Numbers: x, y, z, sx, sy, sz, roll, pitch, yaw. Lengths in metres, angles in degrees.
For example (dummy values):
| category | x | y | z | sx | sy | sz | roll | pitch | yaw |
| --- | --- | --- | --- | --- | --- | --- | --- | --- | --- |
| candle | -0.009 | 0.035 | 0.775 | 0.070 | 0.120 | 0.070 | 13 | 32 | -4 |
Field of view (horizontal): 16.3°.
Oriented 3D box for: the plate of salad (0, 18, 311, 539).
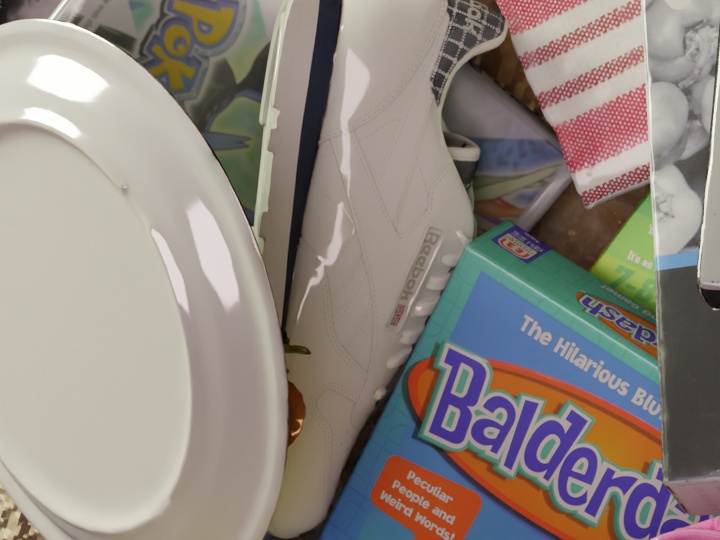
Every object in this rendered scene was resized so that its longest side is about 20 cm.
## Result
| category | x | y | z | sx | sy | sz | roll | pitch | yaw |
| --- | --- | --- | --- | --- | --- | --- | --- | --- | --- |
| plate of salad | -0.084 | 0.013 | 0.845 | 0.199 | 0.048 | 0.202 | 23 | 122 | 42 |

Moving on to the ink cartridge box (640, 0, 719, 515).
| category | x | y | z | sx | sy | sz | roll | pitch | yaw |
| --- | --- | --- | --- | --- | --- | --- | --- | --- | --- |
| ink cartridge box | 0.188 | -0.033 | 0.777 | 0.198 | 0.043 | 0.200 | -7 | 72 | 18 |

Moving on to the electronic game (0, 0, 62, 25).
| category | x | y | z | sx | sy | sz | roll | pitch | yaw |
| --- | --- | --- | --- | --- | --- | --- | --- | --- | --- |
| electronic game | -0.109 | -0.083 | 0.946 | 0.198 | 0.042 | 0.202 | 1 | 97 | 12 |

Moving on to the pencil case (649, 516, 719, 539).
| category | x | y | z | sx | sy | sz | roll | pitch | yaw |
| --- | --- | --- | --- | --- | --- | --- | --- | --- | --- |
| pencil case | 0.152 | 0.133 | 0.793 | 0.090 | 0.200 | 0.094 | 10 | 81 | 37 |

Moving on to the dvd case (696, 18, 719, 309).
| category | x | y | z | sx | sy | sz | roll | pitch | yaw |
| --- | --- | --- | --- | --- | --- | --- | --- | --- | --- |
| dvd case | 0.183 | -0.085 | 0.758 | 0.149 | 0.025 | 0.202 | 1 | 72 | 21 |

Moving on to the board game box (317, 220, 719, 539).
| category | x | y | z | sx | sy | sz | roll | pitch | yaw |
| --- | --- | --- | --- | --- | --- | --- | --- | --- | --- |
| board game box | 0.064 | 0.108 | 0.876 | 0.152 | 0.045 | 0.201 | 32 | 113 | 15 |

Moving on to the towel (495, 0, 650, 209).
| category | x | y | z | sx | sy | sz | roll | pitch | yaw |
| --- | --- | --- | --- | --- | --- | --- | --- | --- | --- |
| towel | 0.105 | -0.139 | 0.870 | 0.146 | 0.030 | 0.201 | -26 | 75 | 15 |

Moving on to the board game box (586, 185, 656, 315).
| category | x | y | z | sx | sy | sz | roll | pitch | yaw |
| --- | --- | --- | --- | --- | --- | --- | --- | --- | --- |
| board game box | 0.138 | 0.001 | 0.877 | 0.095 | 0.030 | 0.201 | 39 | 105 | 13 |

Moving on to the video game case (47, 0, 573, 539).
| category | x | y | z | sx | sy | sz | roll | pitch | yaw |
| --- | --- | --- | --- | --- | --- | --- | --- | --- | --- |
| video game case | -0.051 | -0.022 | 0.911 | 0.182 | 0.022 | 0.200 | 39 | 103 | -7 |

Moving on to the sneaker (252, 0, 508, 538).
| category | x | y | z | sx | sy | sz | roll | pitch | yaw |
| --- | --- | --- | --- | --- | --- | --- | --- | --- | --- |
| sneaker | 0.000 | 0.000 | 0.869 | 0.080 | 0.076 | 0.202 | 6 | 107 | -8 |
